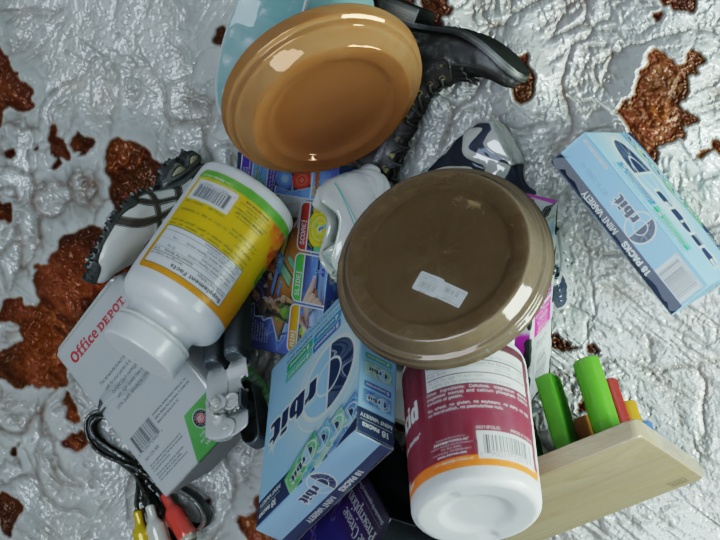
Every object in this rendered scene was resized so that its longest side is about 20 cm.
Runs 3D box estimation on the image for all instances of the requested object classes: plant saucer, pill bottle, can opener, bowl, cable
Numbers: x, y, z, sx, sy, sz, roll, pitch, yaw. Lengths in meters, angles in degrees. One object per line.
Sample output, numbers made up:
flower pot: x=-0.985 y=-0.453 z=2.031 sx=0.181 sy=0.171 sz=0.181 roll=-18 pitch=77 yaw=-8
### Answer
plant saucer: x=0.071 y=-0.008 z=1.396 sx=0.198 sy=0.030 sz=0.202 roll=-8 pitch=61 yaw=14
plant saucer: x=-0.032 y=-0.161 z=1.487 sx=0.200 sy=0.200 sz=0.038 roll=-40 pitch=51 yaw=18
pill bottle: x=-0.162 y=0.003 z=1.556 sx=0.111 sy=0.111 sz=0.201 roll=28 pitch=71 yaw=16
can opener: x=-0.129 y=0.087 z=1.597 sx=0.052 sy=0.066 sz=0.201 roll=-21 pitch=56 yaw=25
bowl: x=-0.055 y=-0.227 z=1.569 sx=0.104 sy=0.201 sz=0.202 roll=19 pitch=104 yaw=-26
pill bottle: x=0.094 y=0.127 z=1.394 sx=0.113 sy=0.114 sz=0.201 roll=-19 pitch=49 yaw=20
cable: x=-0.233 y=0.232 z=1.721 sx=0.097 sy=0.050 sz=0.201 roll=-31 pitch=84 yaw=18

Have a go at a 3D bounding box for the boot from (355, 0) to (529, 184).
boot: x=0.058 y=-0.167 z=1.582 sx=0.199 sy=0.069 sz=0.175 roll=29 pitch=104 yaw=27

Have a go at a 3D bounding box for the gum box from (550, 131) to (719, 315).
gum box: x=0.263 y=-0.048 z=1.439 sx=0.044 sy=0.200 sz=0.170 roll=-40 pitch=80 yaw=18

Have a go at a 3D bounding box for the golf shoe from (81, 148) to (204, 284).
golf shoe: x=-0.202 y=-0.042 z=1.626 sx=0.094 sy=0.200 sz=0.078 roll=39 pitch=144 yaw=3

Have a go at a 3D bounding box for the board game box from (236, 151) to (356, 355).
board game box: x=-0.077 y=-0.015 z=1.639 sx=0.135 sy=0.034 sz=0.202 roll=11 pitch=98 yaw=34

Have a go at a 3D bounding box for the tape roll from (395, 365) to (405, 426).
tape roll: x=0.035 y=0.194 z=1.609 sx=0.201 sy=0.071 sz=0.204 roll=1 pitch=94 yaw=21

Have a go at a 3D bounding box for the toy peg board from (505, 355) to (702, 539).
toy peg board: x=0.193 y=0.169 z=1.500 sx=0.199 sy=0.199 sz=0.098 roll=-25 pitch=63 yaw=20

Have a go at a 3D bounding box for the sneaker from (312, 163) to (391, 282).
sneaker: x=0.000 y=0.000 z=1.573 sx=0.070 sy=0.080 sz=0.202 roll=-5 pitch=100 yaw=60

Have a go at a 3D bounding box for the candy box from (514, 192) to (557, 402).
candy box: x=0.112 y=0.018 z=1.501 sx=0.135 sy=0.061 sz=0.201 roll=15 pitch=125 yaw=24

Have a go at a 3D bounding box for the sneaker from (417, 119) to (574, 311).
sneaker: x=0.120 y=-0.034 z=1.558 sx=0.129 sy=0.079 sz=0.200 roll=-28 pitch=84 yaw=22

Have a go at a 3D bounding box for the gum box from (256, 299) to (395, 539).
gum box: x=-0.030 y=0.127 z=1.479 sx=0.044 sy=0.201 sz=0.170 roll=26 pitch=130 yaw=-22

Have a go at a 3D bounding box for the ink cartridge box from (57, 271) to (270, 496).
ink cartridge box: x=-0.206 y=0.110 z=1.668 sx=0.200 sy=0.084 sz=0.146 roll=51 pitch=124 yaw=10

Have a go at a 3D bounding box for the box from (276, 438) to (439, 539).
box: x=-0.001 y=0.249 z=1.484 sx=0.078 sy=0.200 sz=0.142 roll=18 pitch=105 yaw=-23
